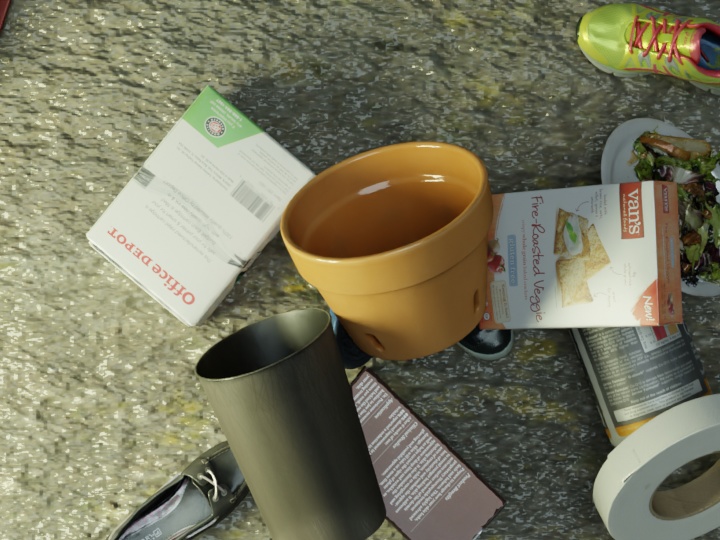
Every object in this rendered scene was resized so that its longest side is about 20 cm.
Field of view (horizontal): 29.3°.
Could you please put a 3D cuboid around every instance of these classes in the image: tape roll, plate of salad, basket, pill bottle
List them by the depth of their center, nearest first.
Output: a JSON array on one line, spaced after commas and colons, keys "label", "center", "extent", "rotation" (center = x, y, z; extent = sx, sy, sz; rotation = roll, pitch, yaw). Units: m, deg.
[{"label": "basket", "center": [-0.059, 0.158, 1.300], "extent": [0.135, 0.180, 0.202], "rotation": [-18, 103, 4]}, {"label": "tape roll", "center": [0.326, 0.201, 1.363], "extent": [0.201, 0.204, 0.037], "rotation": [-22, 49, -3]}, {"label": "plate of salad", "center": [0.327, -0.070, 1.393], "extent": [0.198, 0.048, 0.202], "rotation": [16, 58, -28]}, {"label": "pill bottle", "center": [0.275, 0.069, 1.397], "extent": [0.115, 0.116, 0.202], "rotation": [-20, 88, -2]}]

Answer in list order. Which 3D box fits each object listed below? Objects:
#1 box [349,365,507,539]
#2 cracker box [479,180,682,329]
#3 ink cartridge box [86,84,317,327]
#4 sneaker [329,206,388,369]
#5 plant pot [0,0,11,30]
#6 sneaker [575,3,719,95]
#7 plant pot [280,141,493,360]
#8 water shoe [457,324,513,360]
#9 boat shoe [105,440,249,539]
[{"label": "box", "center": [0.044, 0.200, 1.408], "extent": [0.200, 0.075, 0.100], "rotation": [45, 87, 2]}, {"label": "cracker box", "center": [0.208, -0.012, 1.332], "extent": [0.198, 0.057, 0.136], "rotation": [-4, 88, 37]}, {"label": "ink cartridge box", "center": [-0.160, -0.062, 1.407], "extent": [0.146, 0.084, 0.200], "rotation": [40, 87, 1]}, {"label": "sneaker", "center": [0.000, 0.000, 1.423], "extent": [0.065, 0.078, 0.202], "rotation": [11, 90, -31]}, {"label": "plant pot", "center": [-0.468, -0.300, 1.365], "extent": [0.175, 0.200, 0.202], "rotation": [17, 87, 10]}, {"label": "sneaker", "center": [0.323, -0.237, 1.425], "extent": [0.198, 0.090, 0.079], "rotation": [11, 89, 0]}, {"label": "plant pot", "center": [0.037, -0.011, 1.303], "extent": [0.198, 0.201, 0.141], "rotation": [-19, 122, -2]}, {"label": "water shoe", "center": [0.099, 0.001, 1.414], "extent": [0.071, 0.079, 0.202], "rotation": [-26, 88, -2]}, {"label": "boat shoe", "center": [-0.182, 0.245, 1.406], "extent": [0.199, 0.057, 0.067], "rotation": [-38, 89, -3]}]
